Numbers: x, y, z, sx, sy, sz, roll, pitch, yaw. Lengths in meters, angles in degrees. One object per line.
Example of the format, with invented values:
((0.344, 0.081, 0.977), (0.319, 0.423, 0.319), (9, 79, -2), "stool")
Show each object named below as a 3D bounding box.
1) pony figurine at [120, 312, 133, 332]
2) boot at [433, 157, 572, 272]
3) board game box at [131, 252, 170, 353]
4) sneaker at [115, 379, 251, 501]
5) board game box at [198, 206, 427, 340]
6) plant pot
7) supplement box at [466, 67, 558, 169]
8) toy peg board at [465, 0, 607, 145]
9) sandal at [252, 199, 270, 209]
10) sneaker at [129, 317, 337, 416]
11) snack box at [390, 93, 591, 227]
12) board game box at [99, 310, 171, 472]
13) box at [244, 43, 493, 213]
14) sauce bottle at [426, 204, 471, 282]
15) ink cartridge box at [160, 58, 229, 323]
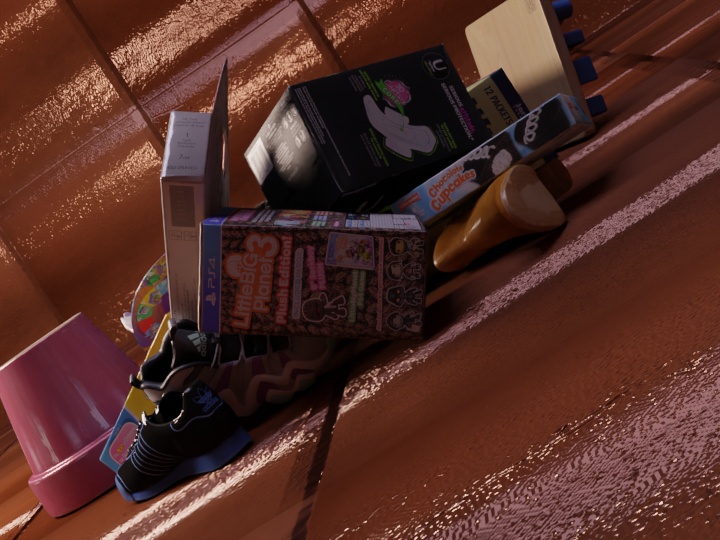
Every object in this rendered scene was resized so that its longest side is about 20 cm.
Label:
((-0.217, 0.066, 1.709), (0.193, 0.165, 0.202), (-122, 52, -70), "pony figurine")
((0.126, -0.040, 1.272), (0.144, 0.071, 0.201), (-37, 0, 24), "boot")
((-0.159, 0.043, 1.491), (0.198, 0.039, 0.159), (-10, -48, -29), "board game box")
((-0.184, 0.160, 1.256), (0.199, 0.078, 0.070), (-28, 10, 43), "sneaker")
((-0.041, 0.000, 1.210), (0.198, 0.098, 0.159), (2, 8, 0), "board game box")
((-0.330, 0.159, 1.551), (0.199, 0.180, 0.200), (-34, 6, 4), "plant pot")
((0.104, -0.128, 1.672), (0.199, 0.135, 0.200), (-37, 7, -18), "supplement box")
((0.251, -0.265, 1.741), (0.097, 0.202, 0.199), (-20, 1, -23), "toy peg board")
((-0.088, 0.005, 1.458), (0.081, 0.202, 0.055), (-1, 32, 12), "sandal")
((-0.129, 0.078, 1.260), (0.199, 0.140, 0.078), (-33, 42, 12), "sneaker")
((0.132, -0.106, 1.319), (0.199, 0.037, 0.116), (-33, -5, 17), "snack box")
((-0.191, 0.110, 1.408), (0.201, 0.040, 0.153), (-62, -10, 26), "board game box")
((0.008, -0.127, 1.368), (0.199, 0.125, 0.149), (-20, -14, -31), "box")
((0.077, -0.033, 1.438), (0.064, 0.065, 0.200), (-29, 8, 38), "sauce bottle")
((-0.158, -0.075, 1.280), (0.044, 0.201, 0.177), (3, 46, -1), "ink cartridge box")
